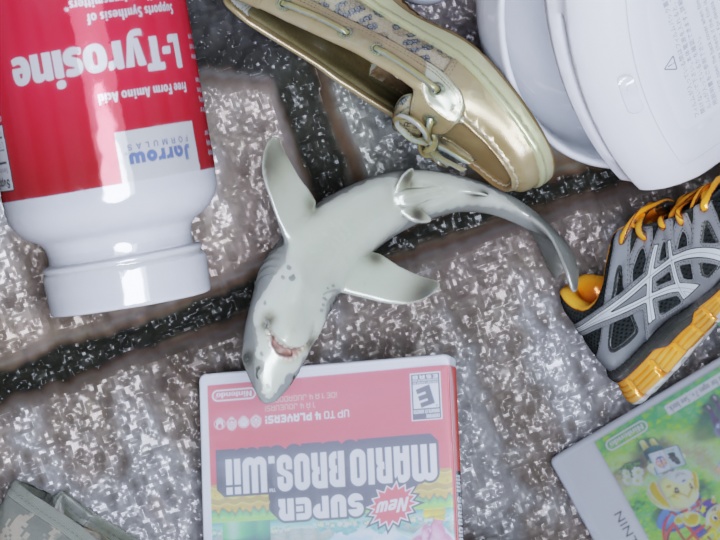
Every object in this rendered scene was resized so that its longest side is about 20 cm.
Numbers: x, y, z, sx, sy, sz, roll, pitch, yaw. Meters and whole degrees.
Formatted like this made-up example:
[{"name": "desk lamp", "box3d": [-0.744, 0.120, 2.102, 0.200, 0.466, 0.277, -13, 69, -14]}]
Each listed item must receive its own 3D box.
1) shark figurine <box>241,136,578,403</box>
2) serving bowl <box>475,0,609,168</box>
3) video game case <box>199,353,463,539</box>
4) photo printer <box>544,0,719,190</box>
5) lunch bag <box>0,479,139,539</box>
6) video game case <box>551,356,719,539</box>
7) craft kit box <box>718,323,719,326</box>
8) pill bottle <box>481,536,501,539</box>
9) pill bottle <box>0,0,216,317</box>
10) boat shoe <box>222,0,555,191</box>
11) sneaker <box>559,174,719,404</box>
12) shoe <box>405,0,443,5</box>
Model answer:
[{"name": "shark figurine", "box3d": [0.011, -0.018, 1.244, 0.214, 0.089, 0.128, -19, 86, -26]}, {"name": "serving bowl", "box3d": [0.138, -0.160, 1.260, 0.200, 0.066, 0.200, -13, 115, -30]}, {"name": "video game case", "box3d": [-0.015, 0.149, 1.220, 0.143, 0.017, 0.200, -6, 80, 18]}, {"name": "photo printer", "box3d": [0.186, -0.148, 1.211, 0.200, 0.069, 0.166, -35, 125, -18]}, {"name": "lunch bag", "box3d": [-0.144, 0.217, 1.183, 0.164, 0.200, 0.118, -61, 145, -3]}, {"name": "video game case", "box3d": [0.229, 0.132, 1.254, 0.200, 0.022, 0.182, -33, 74, 15]}, {"name": "craft kit box", "box3d": [0.305, -0.005, 1.268, 0.197, 0.200, 0.049, 31, 40, -14]}, {"name": "pill bottle", "box3d": [0.061, 0.254, 1.246, 0.112, 0.112, 0.200, 33, 83, -11]}, {"name": "pill bottle", "box3d": [-0.136, -0.081, 1.194, 0.112, 0.112, 0.200, -11, 94, -12]}, {"name": "boat shoe", "box3d": [0.016, -0.102, 1.230, 0.200, 0.073, 0.063, 41, 71, 13]}, {"name": "sneaker", "box3d": [0.175, -0.010, 1.233, 0.077, 0.200, 0.078, 44, 40, 8]}, {"name": "shoe", "box3d": [0.070, -0.240, 1.247, 0.071, 0.091, 0.200, 25, 86, -12]}]
